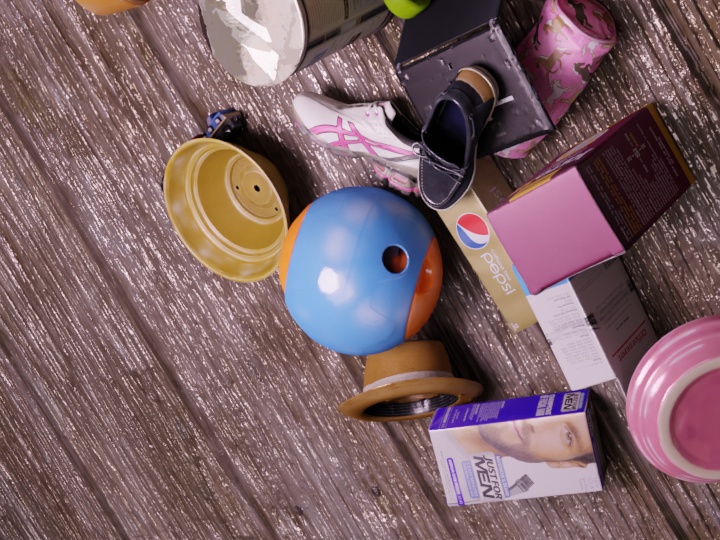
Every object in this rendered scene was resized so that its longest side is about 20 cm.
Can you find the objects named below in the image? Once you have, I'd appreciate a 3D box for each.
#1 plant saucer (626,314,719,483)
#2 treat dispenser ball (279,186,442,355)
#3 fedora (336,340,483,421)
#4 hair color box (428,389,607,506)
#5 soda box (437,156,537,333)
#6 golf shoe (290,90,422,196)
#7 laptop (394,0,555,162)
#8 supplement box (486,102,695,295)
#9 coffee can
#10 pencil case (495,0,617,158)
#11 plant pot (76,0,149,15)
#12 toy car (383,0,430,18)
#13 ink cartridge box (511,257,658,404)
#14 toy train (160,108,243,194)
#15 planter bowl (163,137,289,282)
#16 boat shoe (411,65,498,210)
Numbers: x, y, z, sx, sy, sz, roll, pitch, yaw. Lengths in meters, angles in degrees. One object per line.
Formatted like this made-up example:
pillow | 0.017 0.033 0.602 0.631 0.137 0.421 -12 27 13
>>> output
plant saucer | 0.388 0.148 1.556 0.197 0.051 0.203 -2 115 -3
treat dispenser ball | 0.000 0.000 1.736 0.199 0.200 0.204 17 123 28
fedora | 0.059 0.133 1.810 0.199 0.199 0.083 -21 67 41
hair color box | 0.192 0.218 1.763 0.197 0.065 0.111 -10 109 18
soda box | 0.163 -0.034 1.686 0.064 0.068 0.201 -29 95 42
golf shoe | 0.011 -0.174 1.729 0.198 0.073 0.093 28 122 10
laptop | 0.131 -0.238 1.568 0.176 0.103 0.202 -16 107 53
supplement box | 0.244 -0.076 1.515 0.130 0.200 0.104 -27 97 41
coffee can | -0.066 -0.307 1.622 0.145 0.200 0.148 17 122 28
pencil case | 0.195 -0.212 1.560 0.200 0.085 0.084 -52 36 41
plant pot | -0.253 -0.424 1.721 0.181 0.200 0.203 -9 109 23
toy car | 0.026 -0.369 1.501 0.164 0.198 0.160 -29 67 46
ink cartridge box | 0.262 0.053 1.626 0.067 0.116 0.202 -20 100 42
toy train | -0.214 -0.156 1.929 0.200 0.034 0.046 -41 73 43
planter bowl | -0.154 -0.093 1.879 0.198 0.083 0.203 18 126 27
boat shoe | 0.093 -0.134 1.557 0.074 0.062 0.201 39 143 15
